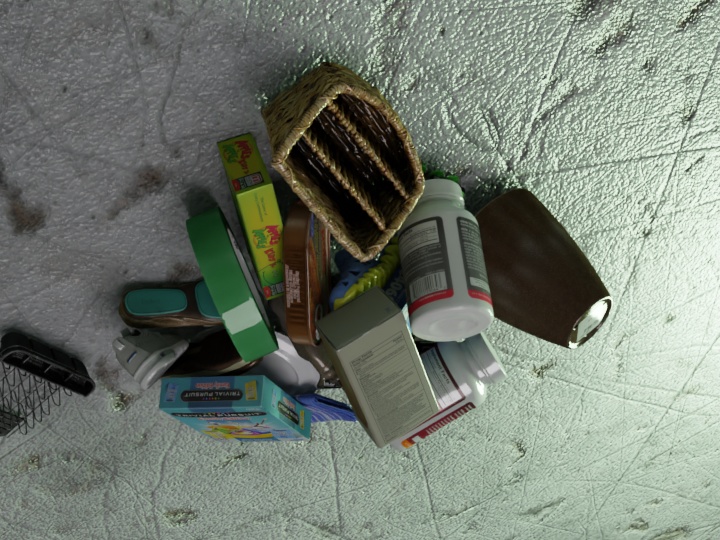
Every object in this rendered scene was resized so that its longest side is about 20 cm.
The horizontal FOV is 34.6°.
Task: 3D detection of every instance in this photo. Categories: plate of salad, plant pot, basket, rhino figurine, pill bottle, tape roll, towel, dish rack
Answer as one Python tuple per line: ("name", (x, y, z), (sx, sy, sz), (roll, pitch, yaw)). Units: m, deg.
("plate of salad", (-0.153, 0.133, 1.706), (0.200, 0.048, 0.200), (8, 141, 7))
("plant pot", (0.254, 0.015, 1.650), (0.187, 0.200, 0.187), (-34, 149, -24))
("basket", (-0.008, -0.137, 1.411), (0.143, 0.149, 0.200), (-34, 122, 11))
("rhino figurine", (-0.066, 0.093, 1.606), (0.060, 0.200, 0.087), (-32, 169, 12))
("pill bottle", (0.113, 0.174, 1.723), (0.200, 0.113, 0.113), (-31, 139, 7))
("tape roll", (-0.164, 0.018, 1.490), (0.048, 0.200, 0.200), (-24, 139, -2))
("towel", (-0.117, 0.219, 1.772), (0.200, 0.024, 0.145), (-10, 158, 29))
("dish rack", (-0.488, 0.173, 1.606), (0.200, 0.055, 0.153), (-39, 136, 16))
("pill bottle", (0.108, -0.016, 1.532), (0.111, 0.200, 0.111), (-5, 154, -3))

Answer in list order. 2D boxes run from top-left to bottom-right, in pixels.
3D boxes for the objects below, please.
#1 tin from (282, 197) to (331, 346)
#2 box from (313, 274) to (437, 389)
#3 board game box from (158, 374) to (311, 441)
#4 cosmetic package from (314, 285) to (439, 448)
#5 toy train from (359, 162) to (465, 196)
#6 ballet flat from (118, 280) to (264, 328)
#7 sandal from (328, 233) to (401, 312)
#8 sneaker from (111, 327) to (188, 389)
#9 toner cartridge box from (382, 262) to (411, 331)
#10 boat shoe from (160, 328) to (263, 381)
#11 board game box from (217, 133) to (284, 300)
("tin", (-0.068, 0.002, 1.505), (0.042, 0.112, 0.200), (6, 111, 16))
("box", (0.030, 0.094, 1.750), (0.200, 0.086, 0.164), (1, 133, -27))
("board game box", (-0.173, 0.199, 1.638), (0.151, 0.047, 0.200), (-3, 158, 17))
("cosmetic package", (0.024, 0.129, 1.532), (0.105, 0.071, 0.200), (-30, 130, -12))
("toy train", (0.059, -0.120, 1.578), (0.200, 0.042, 0.056), (14, 136, -36))
("ballet flat", (-0.236, 0.055, 1.605), (0.200, 0.068, 0.072), (-5, 156, -21))
("sandal", (0.000, 0.000, 1.587), (0.200, 0.087, 0.080), (-47, 155, -54))
("sneaker", (-0.288, 0.103, 1.573), (0.082, 0.200, 0.075), (43, 87, -3))
("toner cartridge box", (0.079, 0.017, 1.631), (0.200, 0.043, 0.095), (-54, 159, -37))
("boat shoe", (-0.198, 0.133, 1.630), (0.202, 0.075, 0.075), (-11, 134, 42))
("board game box", (-0.131, -0.067, 1.492), (0.048, 0.102, 0.200), (-18, 139, -7))
